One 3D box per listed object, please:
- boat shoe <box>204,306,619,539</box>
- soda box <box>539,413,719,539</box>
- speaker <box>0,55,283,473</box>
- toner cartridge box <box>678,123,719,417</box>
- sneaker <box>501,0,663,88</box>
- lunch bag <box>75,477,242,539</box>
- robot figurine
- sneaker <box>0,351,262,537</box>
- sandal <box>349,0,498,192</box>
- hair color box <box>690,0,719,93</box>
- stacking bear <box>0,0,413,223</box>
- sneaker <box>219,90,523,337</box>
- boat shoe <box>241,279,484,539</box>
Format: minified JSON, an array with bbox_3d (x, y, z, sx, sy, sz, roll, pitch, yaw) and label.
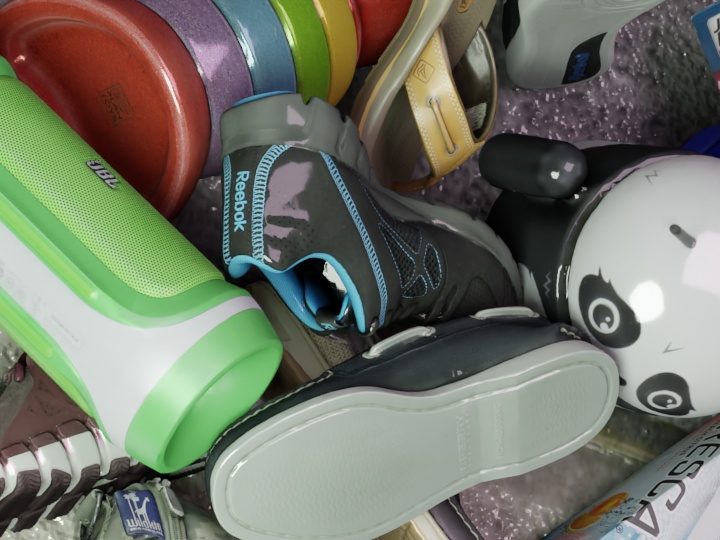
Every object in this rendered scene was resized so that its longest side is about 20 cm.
[{"bbox_3d":[0.015,0.065,1.202,0.199,0.060,0.076,-10,119,-30],"label":"boat shoe"},{"bbox_3d":[0.163,0.126,1.373,0.199,0.063,0.069,-33,99,-22],"label":"soda box"},{"bbox_3d":[-0.126,-0.010,1.163,0.200,0.089,0.088,43,54,16],"label":"speaker"},{"bbox_3d":[0.211,0.029,1.467,0.095,0.043,0.201,-37,100,-34],"label":"toner cartridge box"},{"bbox_3d":[0.099,-0.169,1.353,0.072,0.200,0.113,-6,76,-12],"label":"sneaker"},{"bbox_3d":[-0.046,0.197,1.201,0.199,0.139,0.169,28,46,-29],"label":"lunch bag"},{"bbox_3d":[0.128,0.004,1.317,0.149,0.200,0.126,4,94,-20],"label":"robot figurine"},{"bbox_3d":[-0.146,0.046,1.212,0.199,0.076,0.116,-13,72,-36],"label":"sneaker"},{"bbox_3d":[0.041,-0.087,1.304,0.054,0.201,0.080,30,16,16],"label":"sandal"},{"bbox_3d":[0.248,-0.049,1.446,0.100,0.060,0.201,8,58,-59],"label":"hair color box"},{"bbox_3d":[-0.049,-0.107,1.285,0.200,0.113,0.122,-30,97,-40],"label":"stacking bear"},{"bbox_3d":[0.000,0.000,1.233,0.200,0.073,0.082,33,55,-44],"label":"sneaker"},{"bbox_3d":[0.017,0.077,1.271,0.065,0.072,0.200,-33,72,-18],"label":"boat shoe"}]
